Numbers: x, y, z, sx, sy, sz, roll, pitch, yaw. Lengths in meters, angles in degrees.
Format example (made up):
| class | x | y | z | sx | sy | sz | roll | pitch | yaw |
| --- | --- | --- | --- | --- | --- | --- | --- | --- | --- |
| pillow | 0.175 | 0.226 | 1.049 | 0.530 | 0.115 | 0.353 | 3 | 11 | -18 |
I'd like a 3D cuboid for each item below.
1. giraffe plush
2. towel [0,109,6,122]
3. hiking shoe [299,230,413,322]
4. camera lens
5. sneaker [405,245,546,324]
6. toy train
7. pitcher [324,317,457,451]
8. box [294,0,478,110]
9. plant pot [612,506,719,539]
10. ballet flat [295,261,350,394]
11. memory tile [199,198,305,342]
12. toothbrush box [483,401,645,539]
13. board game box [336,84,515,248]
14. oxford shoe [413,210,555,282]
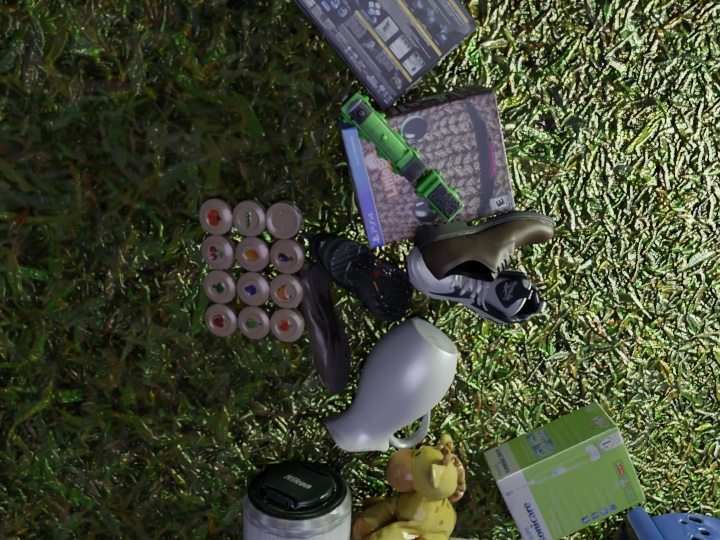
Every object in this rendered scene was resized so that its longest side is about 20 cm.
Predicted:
| class | x | y | z | sx | sy | sz | roll | pitch | yaw |
| --- | --- | --- | --- | --- | --- | --- | --- | --- | --- |
| giraffe plush | 0.089 | 0.335 | 1.073 | 0.198 | 0.173 | 0.164 | 0 | 107 | -14 |
| towel | -0.556 | -0.161 | 0.936 | 0.200 | 0.018 | 0.086 | -42 | 101 | 9 |
| hiking shoe | 0.000 | 0.000 | 0.999 | 0.076 | 0.101 | 0.200 | -51 | 138 | -4 |
| camera lens | -0.094 | 0.400 | 1.075 | 0.159 | 0.160 | 0.202 | 0 | 107 | -5 |
| sneaker | 0.166 | 0.019 | 0.977 | 0.199 | 0.129 | 0.080 | 33 | 74 | -23 |
| toy train | 0.051 | -0.136 | 0.875 | 0.042 | 0.056 | 0.200 | -44 | 106 | 8 |
| pitcher | 0.067 | 0.177 | 1.055 | 0.171 | 0.121 | 0.201 | 21 | 111 | -39 |
| box | 0.026 | -0.334 | 0.919 | 0.161 | 0.049 | 0.200 | -40 | 106 | 9 |
| plant pot | 0.494 | 0.507 | 1.150 | 0.178 | 0.200 | 0.201 | 17 | 105 | -3 |
| ballet flat | -0.058 | 0.084 | 1.040 | 0.046 | 0.067 | 0.202 | -4 | 110 | 30 |
| memory tile | -0.149 | 0.001 | 0.998 | 0.152 | 0.017 | 0.202 | 4 | 107 | 13 |
| toothbrush box | 0.315 | 0.319 | 1.127 | 0.199 | 0.086 | 0.146 | -27 | 108 | 2 |
| board game box | 0.085 | -0.140 | 0.958 | 0.198 | 0.097 | 0.161 | -16 | 108 | -1 |
| oxford shoe | 0.171 | -0.025 | 0.941 | 0.198 | 0.073 | 0.085 | -13 | 70 | -18 |
